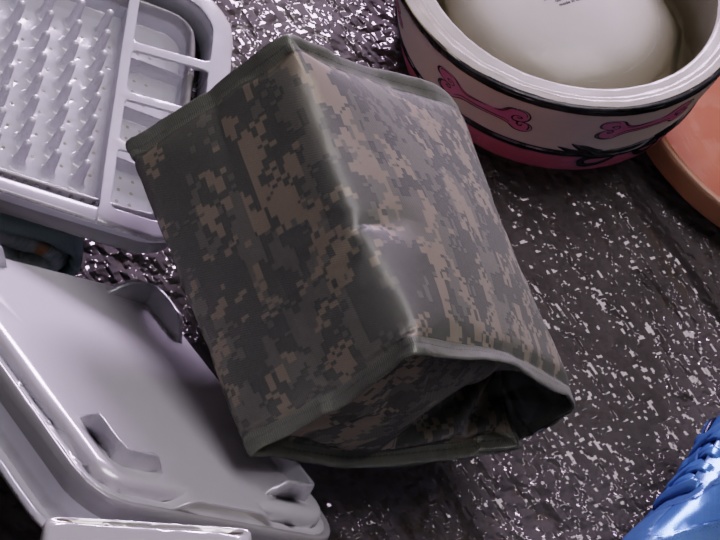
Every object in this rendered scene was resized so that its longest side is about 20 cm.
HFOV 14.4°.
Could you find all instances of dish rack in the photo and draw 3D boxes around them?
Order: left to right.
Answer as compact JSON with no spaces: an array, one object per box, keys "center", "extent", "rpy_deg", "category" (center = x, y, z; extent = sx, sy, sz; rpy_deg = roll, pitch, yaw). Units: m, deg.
[{"center":[-0.163,-0.089,1.340],"extent":[0.199,0.044,0.172],"rpy_deg":[18,47,-16],"category":"dish rack"},{"center":[-0.105,0.056,1.238],"extent":[0.171,0.044,0.200],"rpy_deg":[17,25,-47],"category":"dish rack"}]

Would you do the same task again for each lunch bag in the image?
[{"center":[0.008,0.000,1.290],"extent":[0.200,0.117,0.165],"rpy_deg":[12,51,-57],"category":"lunch bag"}]

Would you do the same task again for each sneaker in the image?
[{"center":[0.178,0.105,1.407],"extent":[0.200,0.066,0.079],"rpy_deg":[-23,92,-44],"category":"sneaker"}]

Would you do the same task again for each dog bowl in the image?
[{"center":[0.108,-0.140,1.549],"extent":[0.199,0.074,0.201],"rpy_deg":[6,52,-7],"category":"dog bowl"}]

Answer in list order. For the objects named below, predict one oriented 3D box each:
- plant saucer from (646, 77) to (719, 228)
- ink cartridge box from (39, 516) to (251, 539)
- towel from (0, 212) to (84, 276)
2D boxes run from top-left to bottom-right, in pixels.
[{"center":[0.237,-0.084,1.630],"extent":[0.199,0.032,0.201],"rpy_deg":[15,51,-19],"category":"plant saucer"},{"center":[-0.099,0.207,1.092],"extent":[0.084,0.200,0.145],"rpy_deg":[6,52,-13],"category":"ink cartridge box"},{"center":[-0.225,-0.085,1.363],"extent":[0.199,0.048,0.172],"rpy_deg":[14,51,-20],"category":"towel"}]
